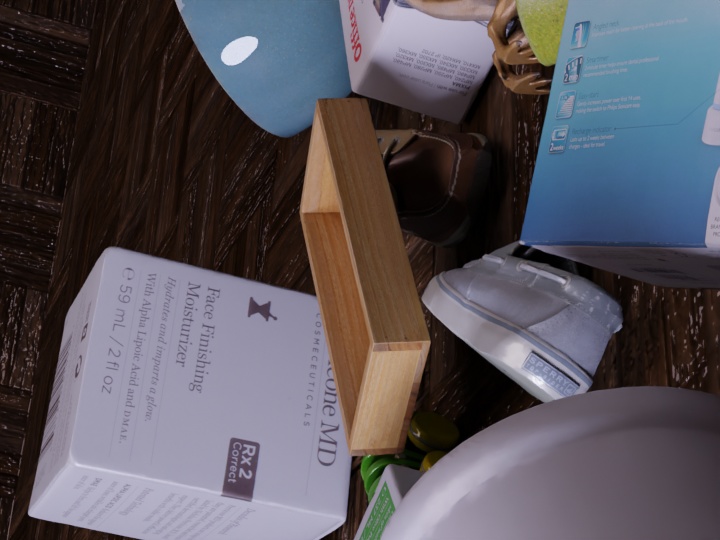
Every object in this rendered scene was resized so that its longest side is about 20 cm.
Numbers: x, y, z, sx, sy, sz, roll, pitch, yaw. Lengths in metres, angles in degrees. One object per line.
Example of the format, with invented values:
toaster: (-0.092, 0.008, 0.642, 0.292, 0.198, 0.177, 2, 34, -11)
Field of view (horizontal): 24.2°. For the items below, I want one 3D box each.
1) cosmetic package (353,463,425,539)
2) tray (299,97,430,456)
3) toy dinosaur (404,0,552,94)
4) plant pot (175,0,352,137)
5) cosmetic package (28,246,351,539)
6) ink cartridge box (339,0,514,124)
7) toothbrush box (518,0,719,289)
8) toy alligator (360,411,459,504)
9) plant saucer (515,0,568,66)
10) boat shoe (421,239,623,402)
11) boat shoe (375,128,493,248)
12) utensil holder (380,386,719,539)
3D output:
cosmetic package: (0.050, 0.195, 0.814, 0.200, 0.085, 0.108, -113, 42, -64)
tray: (0.000, 0.000, 0.999, 0.099, 0.037, 0.200, 101, 163, -45)
toy dinosaur: (0.088, -0.159, 0.985, 0.200, 0.060, 0.107, -16, 63, 38)
plant pot: (-0.042, -0.222, 1.306, 0.134, 0.200, 0.200, -24, 42, 20)
cosmetic package: (-0.119, 0.104, 1.221, 0.165, 0.199, 0.165, 134, 145, -61)
ink cartridge box: (0.060, -0.221, 1.099, 0.145, 0.084, 0.200, -97, 27, -49)
toothbrush box: (0.154, -0.096, 0.659, 0.146, 0.085, 0.201, 0, 78, 59)
toy alligator: (0.024, 0.110, 1.011, 0.200, 0.054, 0.059, -107, 35, -59)
plant saucer: (0.144, -0.217, 0.834, 0.200, 0.048, 0.200, -6, 71, 61)
boat shoe: (0.089, 0.019, 0.877, 0.072, 0.070, 0.201, -52, 14, 0)
boat shoe: (0.025, -0.058, 1.105, 0.200, 0.074, 0.076, 179, 103, -73)
utensil holder: (0.102, 0.163, 0.536, 0.200, 0.169, 0.170, -106, 33, -54)
